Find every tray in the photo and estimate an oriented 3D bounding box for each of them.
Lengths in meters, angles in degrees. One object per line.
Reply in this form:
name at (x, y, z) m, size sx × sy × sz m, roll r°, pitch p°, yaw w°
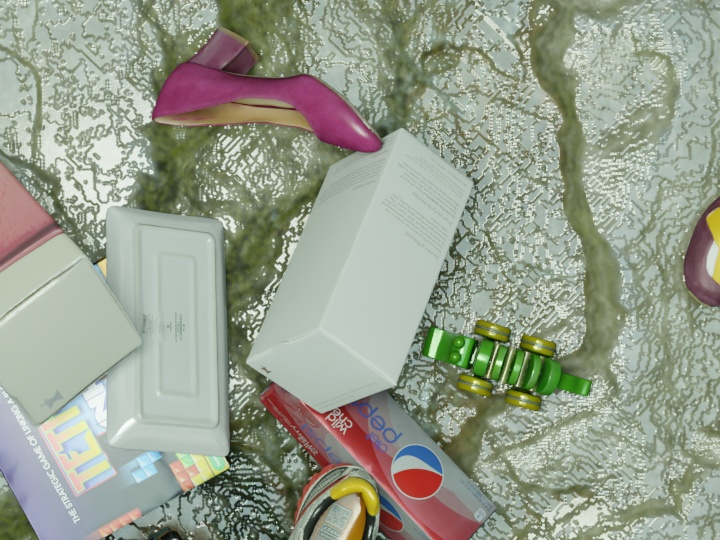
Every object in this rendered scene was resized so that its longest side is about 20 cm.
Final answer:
tray at (-0.151, 0.046, 1.694) m, size 0.107 × 0.022 × 0.200 m, roll 7°, pitch 71°, yaw -28°

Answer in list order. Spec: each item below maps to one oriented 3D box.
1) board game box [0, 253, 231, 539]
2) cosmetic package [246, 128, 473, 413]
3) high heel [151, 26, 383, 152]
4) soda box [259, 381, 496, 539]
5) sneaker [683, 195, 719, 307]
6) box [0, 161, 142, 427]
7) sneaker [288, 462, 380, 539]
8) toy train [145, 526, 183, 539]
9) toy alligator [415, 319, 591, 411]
board game box at (-0.223, 0.112, 1.719) m, size 0.165 × 0.057 × 0.200 m, roll -30°, pitch 90°, yaw -4°
cosmetic package at (0.000, 0.000, 1.658) m, size 0.085 × 0.108 × 0.200 m, roll 35°, pitch 58°, yaw -23°
high heel at (-0.075, -0.117, 1.696) m, size 0.200 × 0.067 × 0.096 m, roll 31°, pitch 78°, yaw 36°
soda box at (0.012, 0.148, 1.714) m, size 0.200 × 0.070 × 0.063 m, roll 46°, pitch 65°, yaw -1°
sneaker at (0.338, -0.055, 1.731) m, size 0.075 × 0.090 × 0.200 m, roll 38°, pitch 87°, yaw -1°
box at (-0.279, 0.000, 1.634) m, size 0.109 × 0.128 × 0.200 m, roll -39°, pitch 53°, yaw -10°
sneaker at (-0.040, 0.242, 1.623) m, size 0.078 × 0.082 × 0.200 m, roll 19°, pitch 83°, yaw -8°
toy train at (-0.203, 0.282, 1.688) m, size 0.200 × 0.114 × 0.085 m, roll -36°, pitch 97°, yaw -1°
toy alligator at (0.095, 0.070, 1.735) m, size 0.200 × 0.054 × 0.059 m, roll 17°, pitch 88°, yaw -2°
